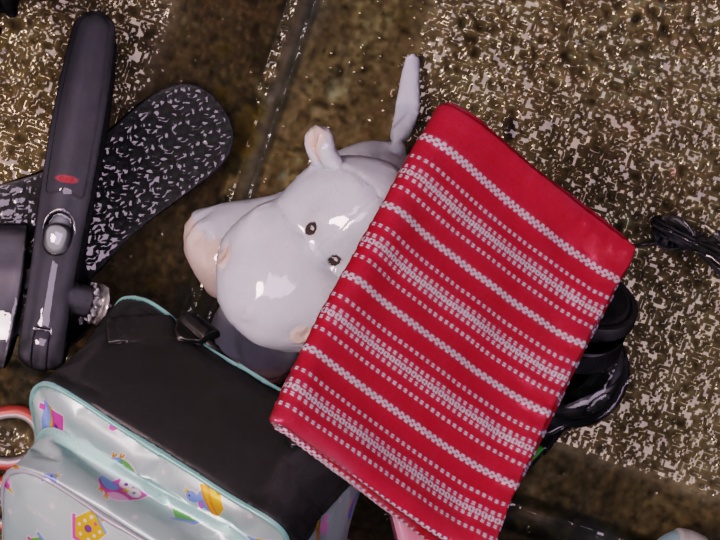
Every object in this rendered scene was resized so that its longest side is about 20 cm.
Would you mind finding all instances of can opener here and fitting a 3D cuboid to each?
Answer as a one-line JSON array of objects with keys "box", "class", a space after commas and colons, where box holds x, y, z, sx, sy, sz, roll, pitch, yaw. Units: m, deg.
[{"box": [-0.161, -0.043, 1.121, 0.078, 0.063, 0.201, 14, 85, -12], "class": "can opener"}]

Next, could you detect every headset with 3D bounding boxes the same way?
[{"box": [0.132, 0.045, 1.163, 0.094, 0.124, 0.200, 31, 65, 19], "class": "headset"}]

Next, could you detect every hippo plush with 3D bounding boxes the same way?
[{"box": [0.000, 0.000, 1.129, 0.200, 0.161, 0.160, -35, 95, -1], "class": "hippo plush"}]

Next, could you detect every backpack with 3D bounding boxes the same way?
[{"box": [-0.098, 0.142, 1.105, 0.175, 0.200, 0.153, 26, 55, 16], "class": "backpack"}]

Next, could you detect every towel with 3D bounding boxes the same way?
[{"box": [0.052, 0.031, 1.050, 0.144, 0.022, 0.201, 38, 66, -20], "class": "towel"}]

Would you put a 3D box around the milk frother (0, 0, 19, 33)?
[{"box": [-0.278, -0.151, 1.083, 0.187, 0.200, 0.182, -7, 98, -3], "class": "milk frother"}]

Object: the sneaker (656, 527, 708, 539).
[{"box": [0.127, 0.227, 1.197, 0.082, 0.074, 0.201, 31, 90, -8], "class": "sneaker"}]

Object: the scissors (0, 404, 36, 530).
[{"box": [-0.274, 0.101, 1.190, 0.199, 0.014, 0.074, 10, 93, -5], "class": "scissors"}]

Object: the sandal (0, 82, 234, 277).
[{"box": [-0.160, -0.033, 1.179, 0.200, 0.048, 0.076, -32, 94, -14], "class": "sandal"}]

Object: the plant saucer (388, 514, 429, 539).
[{"box": [0.055, 0.191, 1.124, 0.051, 0.201, 0.202, -14, 94, -1], "class": "plant saucer"}]
